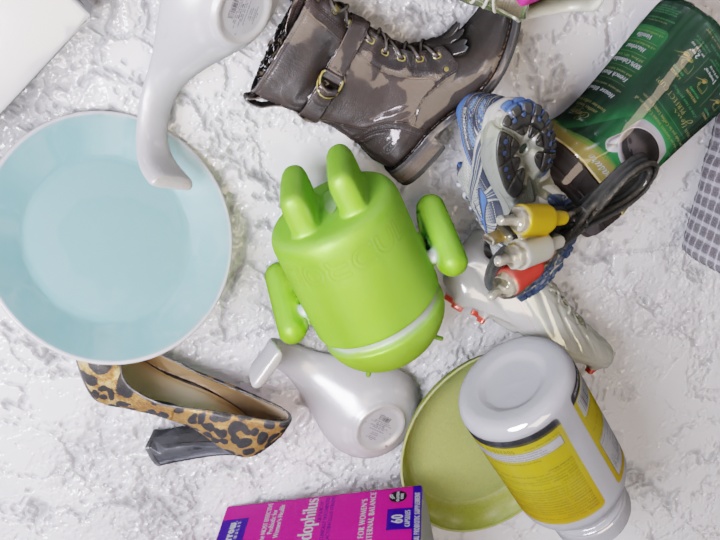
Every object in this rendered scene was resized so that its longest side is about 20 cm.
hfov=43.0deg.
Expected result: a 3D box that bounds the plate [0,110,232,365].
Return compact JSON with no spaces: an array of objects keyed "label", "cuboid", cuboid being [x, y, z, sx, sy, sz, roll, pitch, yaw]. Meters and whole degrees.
[{"label":"plate","cuboid":[-0.199,-0.026,0.726,0.197,0.025,0.204,6,77,-25]}]

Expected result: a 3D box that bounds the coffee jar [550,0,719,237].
[{"label":"coffee jar","cuboid":[0.235,-0.131,0.804,0.200,0.085,0.104,-46,121,4]}]

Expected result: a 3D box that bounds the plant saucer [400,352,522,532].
[{"label":"plant saucer","cuboid":[0.123,0.163,0.898,0.197,0.031,0.203,-9,115,-20]}]

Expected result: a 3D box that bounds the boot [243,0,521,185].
[{"label":"boot","cuboid":[0.019,-0.180,0.740,0.173,0.069,0.201,32,101,-23]}]

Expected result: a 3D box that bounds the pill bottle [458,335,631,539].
[{"label":"pill bottle","cuboid":[0.178,0.165,0.840,0.111,0.112,0.201,-34,121,0]}]

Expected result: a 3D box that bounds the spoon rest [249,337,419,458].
[{"label":"spoon rest","cuboid":[-0.023,0.113,0.848,0.199,0.061,0.100,34,100,-36]}]

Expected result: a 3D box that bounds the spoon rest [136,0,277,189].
[{"label":"spoon rest","cuboid":[-0.123,-0.165,0.693,0.099,0.060,0.202,3,118,-53]}]

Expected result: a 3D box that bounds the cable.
[{"label":"cable","cuboid":[0.169,-0.029,0.726,0.197,0.050,0.098,-18,132,-28]}]

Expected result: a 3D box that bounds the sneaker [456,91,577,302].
[{"label":"sneaker","cuboid":[0.124,-0.065,0.763,0.076,0.085,0.202,-30,131,-18]}]

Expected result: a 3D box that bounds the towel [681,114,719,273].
[{"label":"towel","cuboid":[0.372,-0.064,0.802,0.084,0.200,0.169,6,107,-15]}]

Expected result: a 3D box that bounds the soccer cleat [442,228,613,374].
[{"label":"soccer cleat","cuboid":[0.168,0.032,0.858,0.198,0.069,0.078,27,98,-19]}]

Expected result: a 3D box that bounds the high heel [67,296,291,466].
[{"label":"high heel","cuboid":[-0.149,0.084,0.766,0.140,0.072,0.202,-13,127,17]}]

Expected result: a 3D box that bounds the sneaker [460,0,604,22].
[{"label":"sneaker","cuboid":[0.102,-0.232,0.692,0.197,0.091,0.068,-5,140,-23]}]

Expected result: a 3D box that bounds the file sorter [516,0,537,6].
[{"label":"file sorter","cuboid":[0.177,-0.306,0.643,0.198,0.125,0.140,-27,84,-28]}]

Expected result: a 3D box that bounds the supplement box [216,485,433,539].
[{"label":"supplement box","cuboid":[-0.031,0.279,0.845,0.196,0.102,0.105,-10,112,8]}]

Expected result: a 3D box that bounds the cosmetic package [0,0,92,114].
[{"label":"cosmetic package","cuboid":[-0.298,-0.153,0.658,0.200,0.085,0.108,-44,114,3]}]

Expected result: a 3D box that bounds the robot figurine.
[{"label":"robot figurine","cuboid":[0.000,0.000,0.768,0.173,0.116,0.202,-24,118,7]}]
